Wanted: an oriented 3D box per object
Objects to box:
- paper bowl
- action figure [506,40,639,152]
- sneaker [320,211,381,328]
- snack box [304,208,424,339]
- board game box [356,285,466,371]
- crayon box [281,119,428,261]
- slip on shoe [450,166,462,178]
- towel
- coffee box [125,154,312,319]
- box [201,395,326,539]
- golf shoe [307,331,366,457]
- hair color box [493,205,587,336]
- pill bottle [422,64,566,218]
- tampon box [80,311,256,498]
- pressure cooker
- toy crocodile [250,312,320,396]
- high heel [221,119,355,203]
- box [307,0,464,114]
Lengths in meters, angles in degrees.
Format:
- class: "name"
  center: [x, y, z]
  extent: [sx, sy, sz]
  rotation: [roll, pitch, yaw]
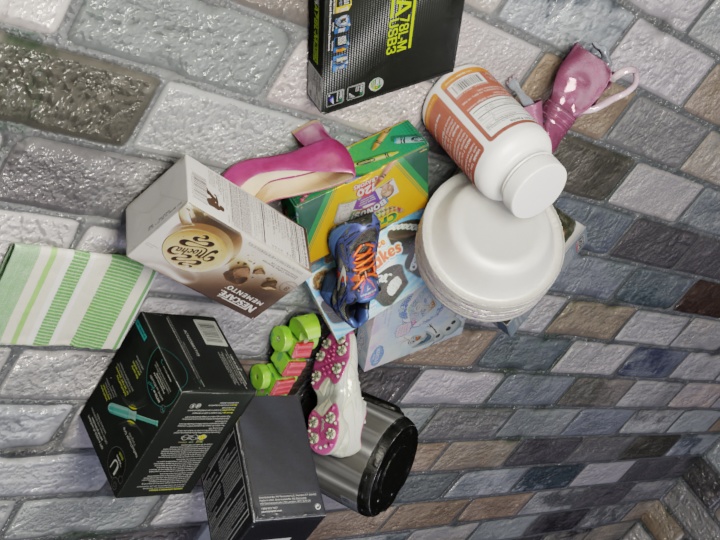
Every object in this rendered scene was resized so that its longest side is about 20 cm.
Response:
- class: "paper bowl"
  center: [0.176, -0.041, 1.381]
  extent: [0.198, 0.202, 0.105]
  rotation: [-24, 163, -17]
- class: "action figure"
  center: [0.276, -0.211, 1.421]
  extent: [0.201, 0.148, 0.134]
  rotation: [-55, 150, 3]
- class: "sneaker"
  center: [0.000, 0.000, 1.368]
  extent: [0.074, 0.079, 0.201]
  rotation: [-22, 148, -22]
- class: "snack box"
  center: [0.021, -0.002, 1.486]
  extent: [0.198, 0.037, 0.117]
  rotation: [-32, 120, -7]
- class: "board game box"
  center: [0.091, 0.053, 1.645]
  extent: [0.197, 0.044, 0.202]
  rotation: [-19, 142, -26]
- class: "crayon box"
  center: [-0.006, -0.103, 1.360]
  extent: [0.198, 0.058, 0.120]
  rotation: [-27, 146, -16]
- class: "slip on shoe"
  center: [0.160, -0.105, 1.507]
  extent: [0.073, 0.061, 0.201]
  rotation: [-5, 136, -40]
- class: "towel"
  center: [-0.352, 0.034, 1.247]
  extent: [0.198, 0.023, 0.153]
  rotation: [7, 126, -44]
- class: "coffee box"
  center: [-0.165, -0.034, 1.223]
  extent: [0.112, 0.081, 0.199]
  rotation: [-35, 135, 26]
- class: "box"
  center: [-0.154, 0.323, 1.561]
  extent: [0.121, 0.201, 0.201]
  rotation: [2, 144, -27]
- class: "golf shoe"
  center: [-0.029, 0.190, 1.588]
  extent: [0.075, 0.203, 0.091]
  rotation: [-9, 154, 40]
- class: "hair color box"
  center: [0.258, -0.008, 1.625]
  extent: [0.201, 0.099, 0.061]
  rotation: [-50, 155, -8]
- class: "pill bottle"
  center: [0.173, -0.164, 1.322]
  extent: [0.111, 0.201, 0.113]
  rotation: [-23, 144, -18]
- class: "tampon box"
  center: [-0.261, 0.181, 1.385]
  extent: [0.125, 0.151, 0.201]
  rotation: [8, 127, -45]
- class: "pressure cooker"
  center: [-0.025, 0.286, 1.692]
  extent: [0.178, 0.198, 0.179]
  rotation: [-22, 128, -57]
- class: "toy crocodile"
  center: [-0.110, 0.138, 1.549]
  extent: [0.067, 0.062, 0.201]
  rotation: [-1, 133, -40]
- class: "high heel"
  center: [-0.102, -0.095, 1.251]
  extent: [0.198, 0.096, 0.068]
  rotation: [-33, 146, -6]
- class: "box"
  center: [0.032, -0.293, 1.183]
  extent: [0.191, 0.048, 0.202]
  rotation: [-19, 143, -21]
